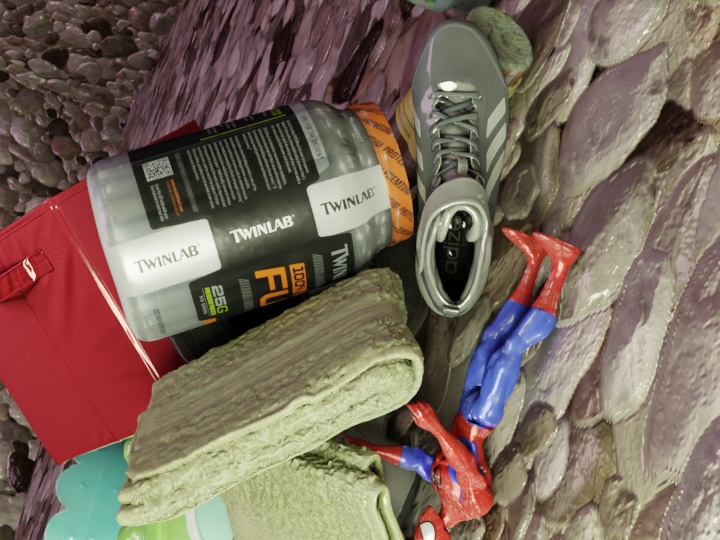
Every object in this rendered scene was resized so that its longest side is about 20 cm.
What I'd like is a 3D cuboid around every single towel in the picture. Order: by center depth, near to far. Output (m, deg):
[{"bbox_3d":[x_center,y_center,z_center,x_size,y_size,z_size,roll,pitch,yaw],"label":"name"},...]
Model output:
[{"bbox_3d":[-0.056,0.074,0.691,0.198,0.037,0.149,-29,21,7],"label":"towel"},{"bbox_3d":[-0.032,0.167,0.720,0.199,0.036,0.151,8,117,53],"label":"towel"}]

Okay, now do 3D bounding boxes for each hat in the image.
[{"bbox_3d":[-0.046,0.020,0.844,0.081,0.197,0.204,90,-172,-62],"label":"hat"}]

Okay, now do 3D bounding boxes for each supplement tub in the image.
[{"bbox_3d":[-0.071,-0.039,0.760,0.123,0.197,0.125,162,90,-81],"label":"supplement tub"}]

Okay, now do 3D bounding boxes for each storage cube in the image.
[{"bbox_3d":[-0.187,0.019,0.904,0.170,0.181,0.200,-23,12,38],"label":"storage cube"}]

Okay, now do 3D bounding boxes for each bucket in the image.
[{"bbox_3d":[-0.197,0.253,1.040,0.207,0.132,0.211,5,-90,-88],"label":"bucket"}]

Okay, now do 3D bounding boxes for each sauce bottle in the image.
[{"bbox_3d":[0.059,-0.115,0.892,0.200,0.064,0.066,129,154,-48],"label":"sauce bottle"}]

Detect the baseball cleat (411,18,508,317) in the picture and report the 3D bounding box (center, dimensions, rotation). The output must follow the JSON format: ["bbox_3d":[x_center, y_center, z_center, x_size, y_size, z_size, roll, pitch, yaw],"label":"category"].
[{"bbox_3d":[0.069,-0.071,0.753,0.106,0.068,0.204,30,-122,-89],"label":"baseball cleat"}]

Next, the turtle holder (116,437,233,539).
[{"bbox_3d":[-0.108,0.180,0.898,0.187,0.129,0.143,-87,-6,-58],"label":"turtle holder"}]

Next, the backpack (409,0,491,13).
[{"bbox_3d":[0.065,-0.311,0.973,0.202,0.124,0.168,-93,18,-47],"label":"backpack"}]

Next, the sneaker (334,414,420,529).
[{"bbox_3d":[-0.021,0.126,0.838,0.200,0.086,0.076,-150,79,-72],"label":"sneaker"}]

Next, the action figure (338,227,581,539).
[{"bbox_3d":[0.052,0.067,0.683,0.065,0.098,0.203,-165,92,-72],"label":"action figure"}]
